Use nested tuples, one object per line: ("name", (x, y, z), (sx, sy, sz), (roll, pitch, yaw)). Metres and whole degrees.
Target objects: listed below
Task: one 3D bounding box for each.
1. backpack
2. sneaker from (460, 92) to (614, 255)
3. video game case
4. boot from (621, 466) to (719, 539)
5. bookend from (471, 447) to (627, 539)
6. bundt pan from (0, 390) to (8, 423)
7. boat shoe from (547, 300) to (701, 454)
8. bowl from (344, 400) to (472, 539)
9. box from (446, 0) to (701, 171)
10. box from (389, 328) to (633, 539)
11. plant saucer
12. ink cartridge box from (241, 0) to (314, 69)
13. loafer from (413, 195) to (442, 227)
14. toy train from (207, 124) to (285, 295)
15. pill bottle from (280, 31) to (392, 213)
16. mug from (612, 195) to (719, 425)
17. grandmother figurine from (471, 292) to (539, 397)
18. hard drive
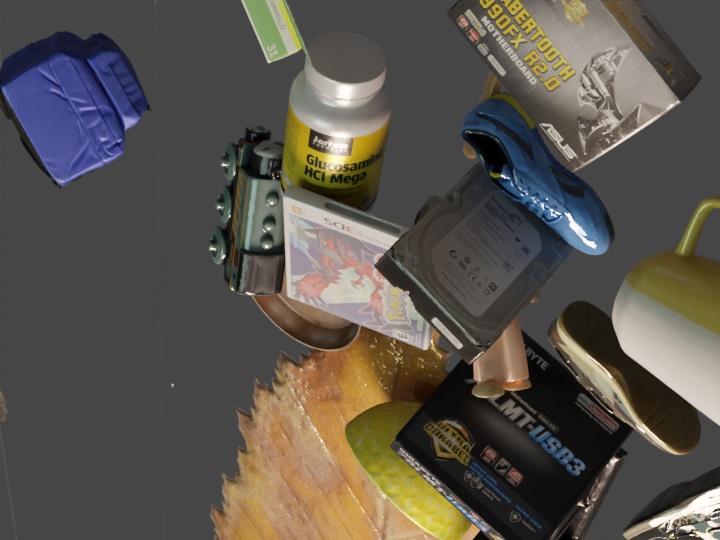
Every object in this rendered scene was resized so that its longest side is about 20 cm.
("backpack", (-0.357, -0.211, 1.768), (0.164, 0.167, 0.200), (68, 170, -21))
("sneaker", (0.173, -0.083, 1.431), (0.200, 0.078, 0.066), (50, 141, -6))
("video game case", (0.000, 0.000, 1.574), (0.181, 0.023, 0.201), (21, 149, 12))
("boot", (0.394, 0.305, 1.562), (0.154, 0.073, 0.203), (52, 140, 2))
("bookend", (0.199, 0.300, 1.650), (0.092, 0.199, 0.201), (34, 141, 18))
("bundt pan", (-0.748, 0.223, 2.615), (0.201, 0.076, 0.203), (26, 138, 26))
("boat shoe", (0.281, 0.117, 1.520), (0.200, 0.073, 0.065), (49, 154, 3))
("bowl", (0.088, 0.224, 1.748), (0.200, 0.200, 0.108), (44, 102, 3))
("box", (0.195, -0.209, 1.317), (0.200, 0.048, 0.158), (50, 144, -5))
("box", (0.168, 0.185, 1.576), (0.200, 0.199, 0.050), (41, 162, 7))
("plant saucer", (-0.071, 0.011, 1.790), (0.199, 0.034, 0.202), (25, 137, 26))
("ink cartridge box", (-0.101, -0.284, 1.446), (0.200, 0.048, 0.146), (-104, -9, -67))
("loafer", (0.089, -0.005, 1.601), (0.069, 0.070, 0.201), (-3, 145, -2))
("toy train", (-0.123, -0.066, 1.673), (0.114, 0.084, 0.202), (-136, 52, -58))
("pill bottle", (-0.025, -0.152, 1.532), (0.112, 0.112, 0.201), (31, 141, 19))
("mug", (0.336, 0.038, 1.361), (0.153, 0.187, 0.149), (29, 173, 35))
("grandmother figurine", (0.147, 0.028, 1.527), (0.060, 0.121, 0.202), (0, 98, 45))
("hard drive", (0.122, -0.017, 1.438), (0.140, 0.200, 0.038), (46, 141, 2))
